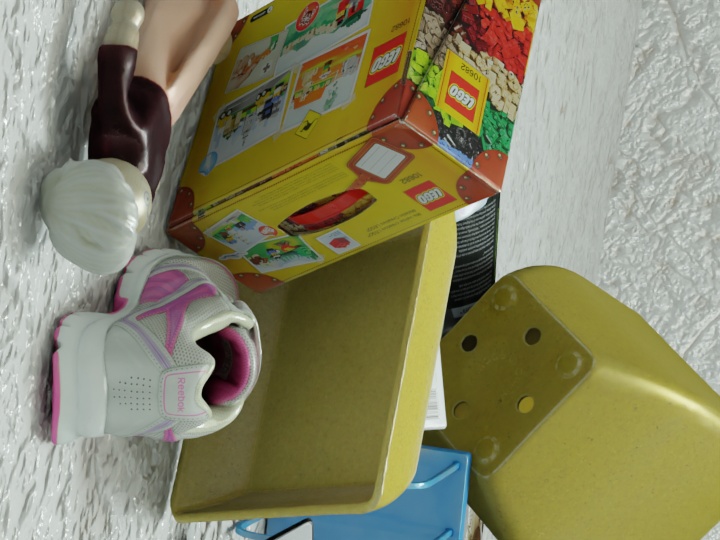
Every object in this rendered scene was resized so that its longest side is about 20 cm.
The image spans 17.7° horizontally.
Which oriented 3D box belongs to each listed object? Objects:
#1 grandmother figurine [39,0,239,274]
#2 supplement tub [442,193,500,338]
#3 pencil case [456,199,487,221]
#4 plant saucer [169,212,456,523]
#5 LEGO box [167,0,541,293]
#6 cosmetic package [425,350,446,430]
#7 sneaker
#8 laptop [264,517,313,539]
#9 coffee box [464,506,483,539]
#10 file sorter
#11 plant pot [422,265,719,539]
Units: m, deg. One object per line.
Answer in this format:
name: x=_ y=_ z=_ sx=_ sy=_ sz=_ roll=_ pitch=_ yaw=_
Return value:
grandmother figurine: x=-0.107 y=-0.077 z=1.129 sx=0.201 sy=0.060 sz=0.122 roll=-75 pitch=157 yaw=-46
supplement tub: x=0.042 y=-0.033 z=1.703 sx=0.123 sy=0.122 sz=0.201 roll=-59 pitch=153 yaw=-63
pencil case: x=0.022 y=-0.122 z=1.518 sx=0.091 sy=0.083 sz=0.201 roll=-48 pitch=123 yaw=-61
plant saucer: x=-0.018 y=0.050 z=1.319 sx=0.048 sy=0.199 sz=0.201 roll=22 pitch=70 yaw=-34
LEGO box: x=-0.004 y=-0.092 z=1.274 sx=0.077 sy=0.199 sz=0.150 roll=33 pitch=55 yaw=-30
cosmetic package: x=0.000 y=0.000 z=1.409 sx=0.050 sy=0.082 sz=0.202 roll=-1 pitch=83 yaw=-40
sneaker: x=-0.090 y=0.045 z=1.197 sx=0.200 sy=0.088 sz=0.082 roll=-53 pitch=148 yaw=-68
laptop: x=-0.068 y=0.284 z=1.357 sx=0.199 sy=0.116 sz=0.188 roll=-25 pitch=129 yaw=-36
coffee box: x=0.060 y=0.287 z=2.074 sx=0.113 sy=0.079 sz=0.202 roll=12 pitch=84 yaw=-79
file sorter: x=-0.016 y=0.219 z=1.548 sx=0.123 sy=0.138 sz=0.202 roll=-14 pitch=111 yaw=-73
plant pot: x=0.141 y=0.112 z=1.671 sx=0.196 sy=0.194 sz=0.200 roll=-46 pitch=139 yaw=5
